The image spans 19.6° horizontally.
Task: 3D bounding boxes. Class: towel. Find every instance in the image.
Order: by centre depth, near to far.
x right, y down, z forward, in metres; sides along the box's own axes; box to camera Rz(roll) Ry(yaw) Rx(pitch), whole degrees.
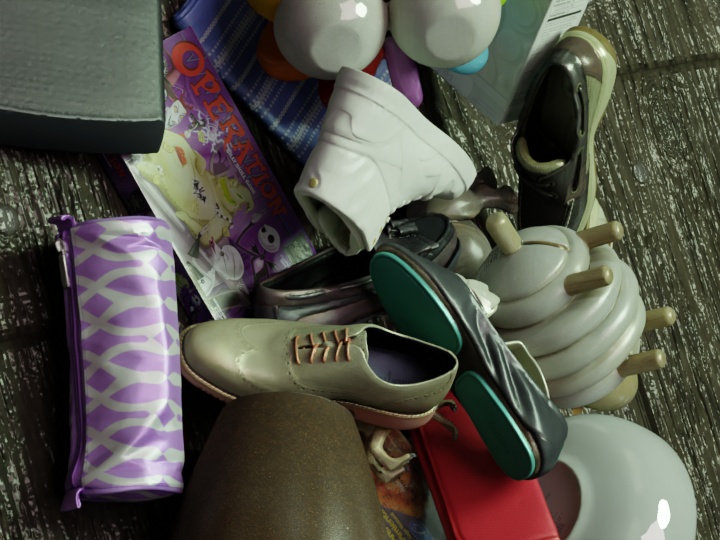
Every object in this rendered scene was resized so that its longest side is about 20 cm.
[{"bbox_3d":[-0.046,-0.169,1.609,0.200,0.024,0.145,46,52,-20],"label":"towel"}]

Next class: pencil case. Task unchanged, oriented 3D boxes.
[{"bbox_3d":[-0.163,0.058,1.387,0.085,0.084,0.202,6,72,-44],"label":"pencil case"}]

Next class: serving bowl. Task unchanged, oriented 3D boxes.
[{"bbox_3d":[0.145,0.190,1.525,0.066,0.199,0.202,37,53,-40],"label":"serving bowl"}]

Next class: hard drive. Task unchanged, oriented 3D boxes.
[{"bbox_3d":[-0.224,-0.153,1.415,0.198,0.042,0.136,6,71,-28],"label":"hard drive"}]

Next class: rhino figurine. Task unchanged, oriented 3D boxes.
[{"bbox_3d":[0.091,0.019,1.636,0.087,0.060,0.202,-11,83,-21],"label":"rhino figurine"}]

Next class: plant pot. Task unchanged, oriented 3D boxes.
[{"bbox_3d":[-0.053,0.190,1.375,0.186,0.186,0.202,22,58,-34],"label":"plant pot"}]

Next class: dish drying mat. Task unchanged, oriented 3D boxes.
[{"bbox_3d":[0.080,0.130,1.532,0.018,0.076,0.201,73,-2,-50],"label":"dish drying mat"}]

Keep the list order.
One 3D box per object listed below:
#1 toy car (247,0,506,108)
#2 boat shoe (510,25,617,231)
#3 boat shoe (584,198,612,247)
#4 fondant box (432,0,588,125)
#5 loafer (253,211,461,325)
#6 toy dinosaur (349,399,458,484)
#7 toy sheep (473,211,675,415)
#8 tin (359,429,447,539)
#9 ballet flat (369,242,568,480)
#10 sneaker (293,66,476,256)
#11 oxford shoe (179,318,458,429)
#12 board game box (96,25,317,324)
[{"bbox_3d":[0.015,-0.187,1.551,0.198,0.151,0.176,-6,38,-4],"label":"toy car"},{"bbox_3d":[0.146,-0.094,1.621,0.065,0.073,0.201,-30,137,-42],"label":"boat shoe"},{"bbox_3d":[0.170,0.029,1.694,0.066,0.074,0.201,39,58,-40],"label":"boat shoe"},{"bbox_3d":[0.109,-0.237,1.619,0.058,0.201,0.144,-19,52,-43],"label":"fondant box"},{"bbox_3d":[0.000,0.000,1.532,0.199,0.072,0.063,-33,126,-34],"label":"loafer"},{"bbox_3d":[0.004,0.102,1.504,0.199,0.058,0.102,-22,73,-34],"label":"toy dinosaur"},{"bbox_3d":[0.150,0.029,1.556,0.201,0.137,0.138,57,47,-27],"label":"toy sheep"},{"bbox_3d":[-0.009,0.156,1.521,0.201,0.042,0.112,53,45,-13],"label":"tin"},{"bbox_3d":[0.083,0.057,1.491,0.073,0.073,0.201,-32,85,-42],"label":"ballet flat"},{"bbox_3d":[0.012,-0.062,1.519,0.200,0.073,0.116,33,80,-59],"label":"sneaker"},{"bbox_3d":[-0.028,0.057,1.432,0.198,0.074,0.071,7,58,-21],"label":"oxford shoe"},{"bbox_3d":[-0.119,-0.065,1.509,0.120,0.032,0.201,-37,100,-46],"label":"board game box"}]
